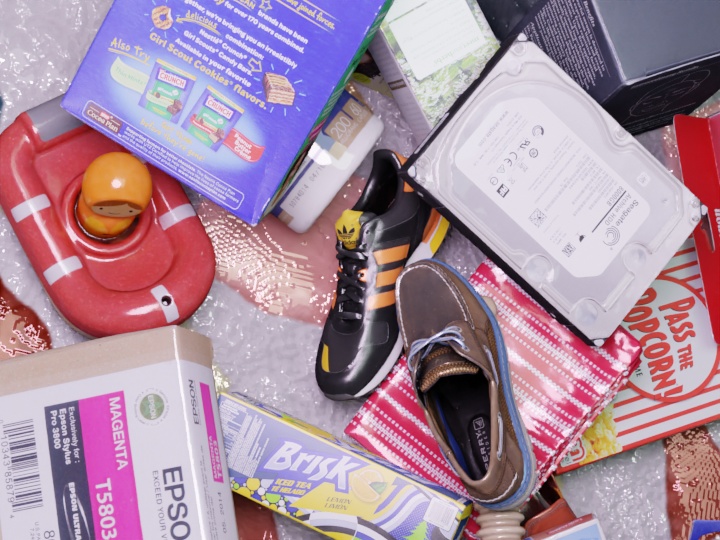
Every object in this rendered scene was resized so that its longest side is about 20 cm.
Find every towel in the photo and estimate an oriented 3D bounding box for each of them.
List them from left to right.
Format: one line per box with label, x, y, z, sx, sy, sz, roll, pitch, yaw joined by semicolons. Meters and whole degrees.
towel;0.103;0.091;1.481;0.144;0.022;0.200;40;80;6

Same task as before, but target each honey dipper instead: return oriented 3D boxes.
honey dipper;0.100;0.117;1.448;0.038;0.038;0.202;2;75;-15

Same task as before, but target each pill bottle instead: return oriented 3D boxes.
pill bottle;-0.088;-0.131;1.503;0.200;0.111;0.111;38;69;-3

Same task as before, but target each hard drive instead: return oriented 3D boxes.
hard drive;0.145;-0.059;1.453;0.200;0.038;0.140;42;81;-11

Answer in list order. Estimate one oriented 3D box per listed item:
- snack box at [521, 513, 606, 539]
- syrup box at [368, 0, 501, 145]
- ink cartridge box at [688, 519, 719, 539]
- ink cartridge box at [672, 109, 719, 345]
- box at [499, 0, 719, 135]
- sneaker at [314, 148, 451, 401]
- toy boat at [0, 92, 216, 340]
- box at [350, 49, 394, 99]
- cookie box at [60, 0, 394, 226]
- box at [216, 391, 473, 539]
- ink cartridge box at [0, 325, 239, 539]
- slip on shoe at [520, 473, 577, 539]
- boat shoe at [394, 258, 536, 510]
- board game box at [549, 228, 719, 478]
snack box;0.097;0.252;1.464;0.199;0.024;0.072;-21;96;-5
syrup box;0.075;-0.133;1.496;0.078;0.081;0.201;-29;98;-8
ink cartridge box;0.275;0.297;1.511;0.135;0.076;0.202;4;73;-15
ink cartridge box;0.355;-0.042;1.591;0.175;0.084;0.202;0;74;-38
box;0.216;-0.180;1.556;0.147;0.200;0.108;-17;81;-20
sneaker;0.000;0.000;1.497;0.090;0.070;0.201;47;56;-40
toy boat;-0.185;-0.047;1.443;0.130;0.131;0.201;-27;84;-20
box;0.029;-0.177;1.571;0.199;0.075;0.050;22;69;-8
cookie box;-0.090;-0.163;1.396;0.170;0.075;0.201;32;109;-1
box;-0.020;0.157;1.432;0.199;0.070;0.065;25;90;9
ink cartridge box;-0.179;0.153;1.386;0.164;0.075;0.202;-13;77;13
slip on shoe;0.138;0.200;1.504;0.074;0.061;0.201;-32;86;-22
boat shoe;0.071;0.073;1.413;0.072;0.072;0.201;-30;66;13
board game box;0.211;0.067;1.569;0.199;0.046;0.153;-17;81;-20
